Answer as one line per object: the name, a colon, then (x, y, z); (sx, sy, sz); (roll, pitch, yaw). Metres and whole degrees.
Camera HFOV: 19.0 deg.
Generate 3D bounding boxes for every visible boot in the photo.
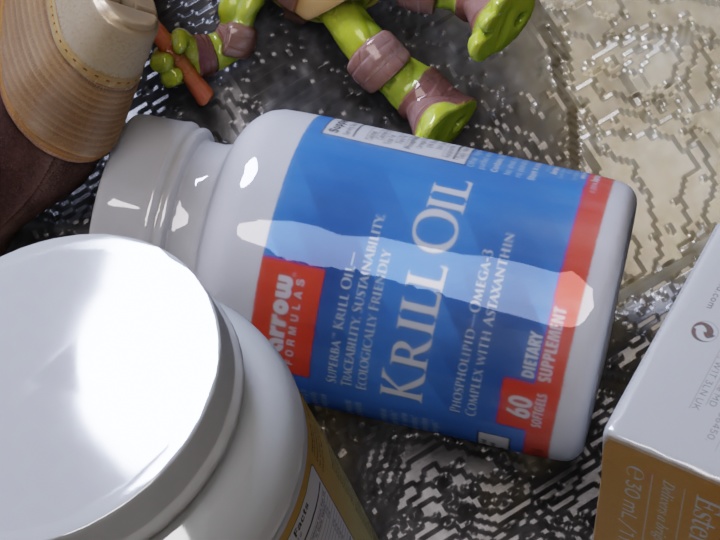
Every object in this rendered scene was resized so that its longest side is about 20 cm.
boot: (-0.145, -0.095, 0.871); (0.166, 0.072, 0.200); (-50, 35, 31)

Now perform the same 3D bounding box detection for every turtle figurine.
turtle figurine: (-0.018, -0.116, 0.891); (0.161, 0.064, 0.200); (38, 101, 14)

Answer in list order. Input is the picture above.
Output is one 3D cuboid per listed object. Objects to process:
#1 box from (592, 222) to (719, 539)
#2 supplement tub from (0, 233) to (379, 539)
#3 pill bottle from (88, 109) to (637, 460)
box: (0.189, 0.098, 0.749); (0.200, 0.152, 0.106); (22, 54, 19)
supplement tub: (-0.074, 0.095, 0.757); (0.144, 0.200, 0.145); (-10, 50, 13)
pill bottle: (0.000, 0.000, 0.837); (0.199, 0.112, 0.113); (12, 78, 8)
